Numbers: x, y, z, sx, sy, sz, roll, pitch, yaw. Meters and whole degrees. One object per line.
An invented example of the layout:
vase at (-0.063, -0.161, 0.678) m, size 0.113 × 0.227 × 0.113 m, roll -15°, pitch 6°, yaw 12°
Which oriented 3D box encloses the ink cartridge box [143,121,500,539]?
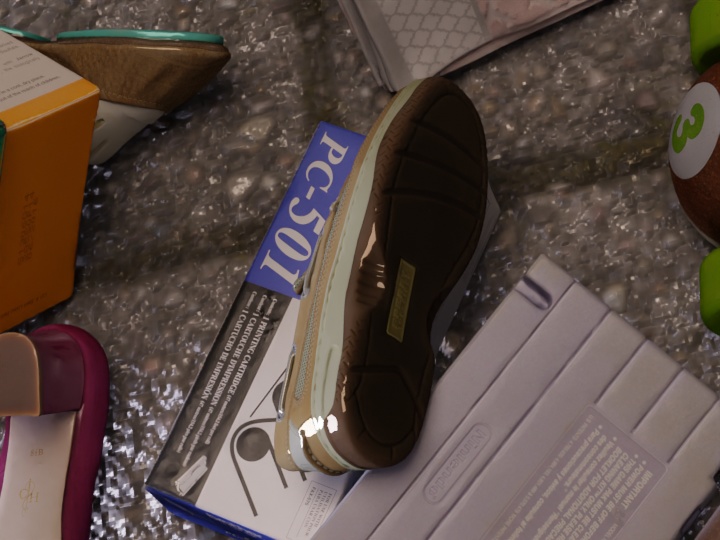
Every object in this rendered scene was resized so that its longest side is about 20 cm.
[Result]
ink cartridge box at (-0.016, 0.035, 1.092) m, size 0.093 × 0.044 × 0.201 m, roll 18°, pitch 72°, yaw 21°

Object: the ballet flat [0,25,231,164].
ballet flat at (-0.161, -0.094, 1.187) m, size 0.198 × 0.068 × 0.073 m, roll 7°, pitch 88°, yaw 19°

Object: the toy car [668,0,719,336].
toy car at (0.204, -0.084, 0.994) m, size 0.156 × 0.200 × 0.166 m, roll -4°, pitch 65°, yaw 14°

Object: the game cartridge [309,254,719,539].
game cartridge at (0.068, 0.109, 1.020) m, size 0.129 × 0.038 × 0.200 m, roll 40°, pitch 81°, yaw 2°

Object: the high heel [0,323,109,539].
high heel at (-0.147, 0.127, 1.097) m, size 0.067 × 0.096 × 0.202 m, roll 6°, pitch 89°, yaw 19°

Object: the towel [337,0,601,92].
towel at (0.058, -0.202, 1.099) m, size 0.190 × 0.201 × 0.032 m, roll -28°, pitch 32°, yaw 1°

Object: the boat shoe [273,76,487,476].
boat shoe at (0.000, 0.000, 1.043) m, size 0.076 × 0.072 × 0.201 m, roll -16°, pitch 44°, yaw 44°

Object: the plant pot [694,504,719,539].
plant pot at (0.176, 0.182, 0.896) m, size 0.199 × 0.201 × 0.199 m, roll 26°, pitch 69°, yaw 24°

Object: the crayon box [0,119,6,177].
crayon box at (-0.241, -0.002, 1.095) m, size 0.118 × 0.201 × 0.058 m, roll 30°, pitch 35°, yaw 26°

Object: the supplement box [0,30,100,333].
supplement box at (-0.230, -0.071, 1.149) m, size 0.199 × 0.127 × 0.073 m, roll 31°, pitch 37°, yaw 25°
